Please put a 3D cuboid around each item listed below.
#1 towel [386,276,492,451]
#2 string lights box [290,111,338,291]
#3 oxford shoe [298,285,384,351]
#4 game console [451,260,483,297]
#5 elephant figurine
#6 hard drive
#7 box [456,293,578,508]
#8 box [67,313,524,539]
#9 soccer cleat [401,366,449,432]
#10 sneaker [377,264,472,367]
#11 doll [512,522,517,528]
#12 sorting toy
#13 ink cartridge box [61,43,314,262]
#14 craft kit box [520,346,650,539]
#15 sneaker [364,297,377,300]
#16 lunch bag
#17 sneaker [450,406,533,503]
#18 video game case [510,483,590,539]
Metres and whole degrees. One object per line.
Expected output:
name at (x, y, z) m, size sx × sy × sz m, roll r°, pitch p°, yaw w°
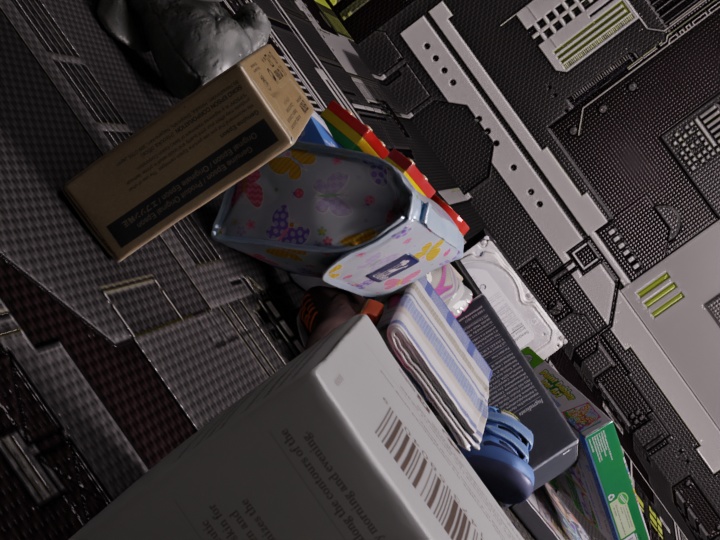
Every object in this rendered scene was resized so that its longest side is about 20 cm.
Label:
towel at (0.080, 0.085, 1.538) m, size 0.147 × 0.024 × 0.200 m, roll 55°, pitch 16°, yaw -8°
string lights box at (-0.056, -0.080, 1.661) m, size 0.059 × 0.102 × 0.201 m, roll 40°, pitch 18°, yaw -51°
oxford shoe at (-0.033, 0.057, 1.480) m, size 0.072 × 0.072 × 0.200 m, roll 28°, pitch 10°, yaw 6°
game console at (0.085, 0.003, 2.018) m, size 0.116 × 0.176 × 0.201 m, roll -19°, pitch 70°, yaw -50°
elephant figurine at (-0.201, -0.274, 1.596) m, size 0.200 × 0.142 × 0.155 m, roll 50°, pitch -17°, yaw -17°
hard drive at (0.177, 0.061, 2.162) m, size 0.200 × 0.139 × 0.038 m, roll 52°, pitch 11°, yaw -17°
box at (0.152, 0.151, 1.767) m, size 0.201 × 0.107 × 0.149 m, roll 57°, pitch -3°, yaw 18°
box at (-0.019, 0.161, 0.845) m, size 0.200 × 0.171 × 0.200 m, roll 54°, pitch 9°, yaw -1°
soccer cleat at (0.019, 0.118, 1.501) m, size 0.086 × 0.070 × 0.200 m, roll 34°, pitch -2°, yaw 37°
sneaker at (0.049, 0.045, 1.660) m, size 0.089 × 0.081 × 0.200 m, roll 59°, pitch 33°, yaw -20°
doll at (0.132, 0.265, 1.531) m, size 0.200 × 0.048 × 0.136 m, roll 49°, pitch -3°, yaw -21°
sorting toy at (0.031, -0.094, 1.793) m, size 0.200 × 0.070 × 0.199 m, roll 41°, pitch -2°, yaw 36°
ink cartridge box at (-0.127, -0.097, 1.215) m, size 0.075 × 0.164 × 0.200 m, roll 54°, pitch 11°, yaw -9°
craft kit box at (0.260, 0.218, 1.881) m, size 0.197 × 0.048 × 0.201 m, roll 40°, pitch -23°, yaw 54°
sneaker at (0.000, 0.000, 1.717) m, size 0.201 × 0.082 × 0.074 m, roll 56°, pitch 9°, yaw -3°
lunch bag at (-0.015, -0.045, 1.463) m, size 0.169 × 0.198 × 0.128 m, roll 28°, pitch 70°, yaw -70°
sneaker at (0.134, 0.178, 1.564) m, size 0.074 × 0.082 × 0.200 m, roll 40°, pitch -6°, yaw -11°
video game case at (0.240, 0.314, 1.943) m, size 0.200 × 0.025 × 0.181 m, roll 51°, pitch 10°, yaw -18°
